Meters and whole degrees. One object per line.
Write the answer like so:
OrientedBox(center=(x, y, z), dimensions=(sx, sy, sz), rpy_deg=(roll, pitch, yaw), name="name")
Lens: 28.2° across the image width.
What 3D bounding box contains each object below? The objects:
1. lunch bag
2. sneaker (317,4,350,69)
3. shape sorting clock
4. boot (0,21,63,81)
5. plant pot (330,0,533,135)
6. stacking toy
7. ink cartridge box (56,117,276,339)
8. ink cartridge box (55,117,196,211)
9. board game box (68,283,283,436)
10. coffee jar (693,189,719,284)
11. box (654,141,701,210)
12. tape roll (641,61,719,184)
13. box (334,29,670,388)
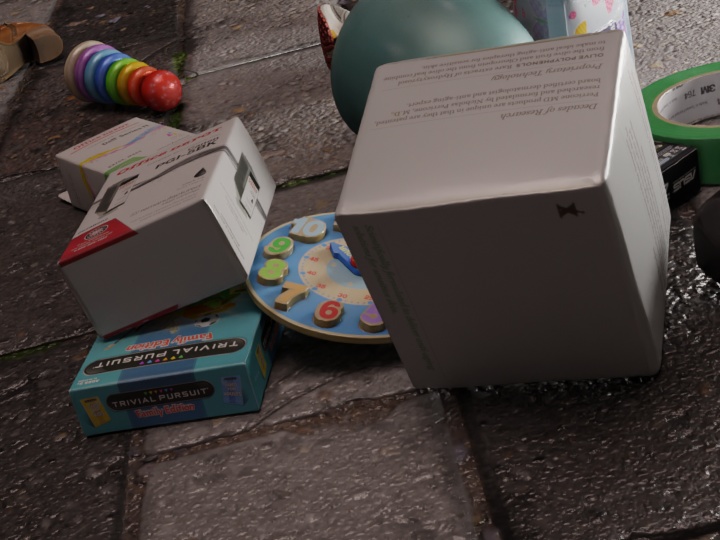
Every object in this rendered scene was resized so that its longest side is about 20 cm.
OrientedBox(center=(0.224, -0.253, 1.521), dimensions=(0.126, 0.170, 0.200), rpy_deg=(-5, 23, 13), name="lunch bag")
OrientedBox(center=(-0.002, -0.293, 1.850), dimensions=(0.082, 0.078, 0.200), rpy_deg=(-17, 34, -14), name="sneaker")
OrientedBox(center=(0.000, 0.000, 1.219), dimensions=(0.199, 0.039, 0.200), rpy_deg=(4, 29, -2), name="shape sorting clock")
OrientedBox(center=(-0.585, -0.357, 2.277), dimensions=(0.199, 0.077, 0.155), rpy_deg=(-23, 28, -24), name="boot")
OrientedBox(center=(0.094, -0.185, 1.436), dimensions=(0.200, 0.201, 0.161), rpy_deg=(-23, 37, -18), name="plant pot")
OrientedBox(center=(-0.313, -0.257, 1.931), dimensions=(0.199, 0.086, 0.085), rpy_deg=(18, 40, 43), name="stacking toy")
OrientedBox(center=(-0.165, -0.042, 1.259), dimensions=(0.146, 0.083, 0.200), rpy_deg=(-22, 22, 13), name="ink cartridge box")
OrientedBox(center=(-0.262, -0.115, 1.617), dimensions=(0.117, 0.068, 0.200), rpy_deg=(-30, 29, -29), name="ink cartridge box")
OrientedBox(center=(-0.146, 0.057, 1.223), dimensions=(0.150, 0.047, 0.200), rpy_deg=(-10, 25, 11), name="board game box")
OrientedBox(center=(0.357, -0.050, 1.125), dimensions=(0.200, 0.086, 0.104), rpy_deg=(-28, 31, -29), name="coffee jar")
OrientedBox(center=(0.184, -0.063, 1.292), dimensions=(0.200, 0.049, 0.161), rpy_deg=(-34, 33, -34), name="box")
OrientedBox(center=(0.356, -0.146, 1.368), dimensions=(0.199, 0.048, 0.201), rpy_deg=(-12, 25, 6), name="tape roll")
OrientedBox(center=(0.115, -0.040, 1.064), dimensions=(0.199, 0.199, 0.172), rpy_deg=(-6, 44, 21), name="box")
